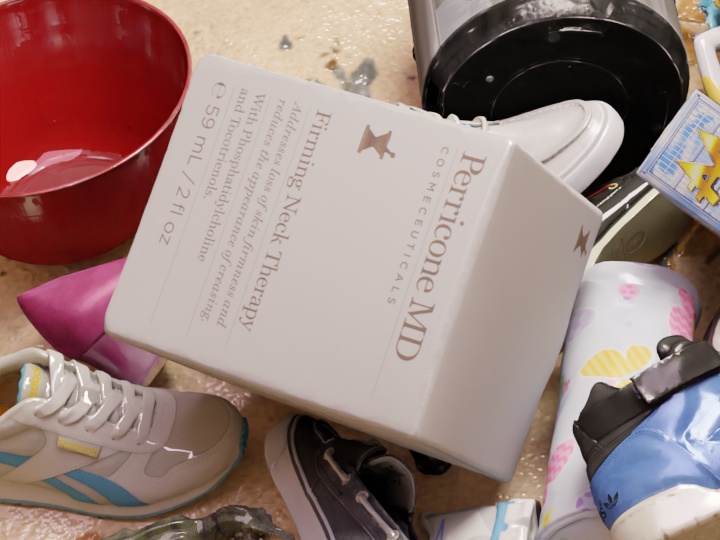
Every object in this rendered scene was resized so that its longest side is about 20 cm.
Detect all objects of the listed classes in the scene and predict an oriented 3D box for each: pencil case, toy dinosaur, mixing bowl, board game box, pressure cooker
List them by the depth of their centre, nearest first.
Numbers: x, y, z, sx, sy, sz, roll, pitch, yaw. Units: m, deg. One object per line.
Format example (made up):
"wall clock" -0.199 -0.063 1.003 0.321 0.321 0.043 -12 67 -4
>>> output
"toy dinosaur" -0.132 0.173 1.297 0.198 0.088 0.048 -13 48 -5
"pencil case" 0.147 0.089 1.338 0.082 0.091 0.201 7 47 5
"board game box" 0.250 -0.026 1.365 0.200 0.200 0.062 39 97 33
"mixing bowl" -0.195 -0.076 1.507 0.198 0.109 0.201 -5 43 5
"pressure cooker" 0.117 -0.173 1.522 0.174 0.179 0.201 -9 48 2

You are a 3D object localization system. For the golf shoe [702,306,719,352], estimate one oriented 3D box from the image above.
"golf shoe" 0.221 0.081 1.315 0.076 0.089 0.200 -3 31 -2

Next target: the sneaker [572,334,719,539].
"sneaker" 0.208 0.072 1.234 0.199 0.077 0.112 -22 64 -1

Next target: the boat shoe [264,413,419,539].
"boat shoe" -0.001 0.126 1.299 0.068 0.072 0.200 -42 23 8

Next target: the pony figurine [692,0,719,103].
"pony figurine" 0.292 -0.175 1.526 0.192 0.167 0.202 -2 70 -24

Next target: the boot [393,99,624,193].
"boot" 0.055 -0.067 1.433 0.199 0.096 0.074 -29 36 19

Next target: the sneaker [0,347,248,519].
"sneaker" -0.165 0.092 1.379 0.198 0.081 0.077 0 46 4

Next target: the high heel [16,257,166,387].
"high heel" -0.127 -0.022 1.469 0.096 0.067 0.201 37 66 -8

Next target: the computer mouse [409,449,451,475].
"computer mouse" -0.017 0.049 1.427 0.199 0.044 0.110 18 53 20

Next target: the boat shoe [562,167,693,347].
"boat shoe" 0.151 -0.028 1.457 0.201 0.074 0.063 -40 59 -22

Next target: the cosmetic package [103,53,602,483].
"cosmetic package" 0.000 0.000 1.307 0.199 0.166 0.169 17 84 25

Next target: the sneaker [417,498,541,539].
"sneaker" 0.044 0.206 1.271 0.086 0.075 0.201 1 40 15
